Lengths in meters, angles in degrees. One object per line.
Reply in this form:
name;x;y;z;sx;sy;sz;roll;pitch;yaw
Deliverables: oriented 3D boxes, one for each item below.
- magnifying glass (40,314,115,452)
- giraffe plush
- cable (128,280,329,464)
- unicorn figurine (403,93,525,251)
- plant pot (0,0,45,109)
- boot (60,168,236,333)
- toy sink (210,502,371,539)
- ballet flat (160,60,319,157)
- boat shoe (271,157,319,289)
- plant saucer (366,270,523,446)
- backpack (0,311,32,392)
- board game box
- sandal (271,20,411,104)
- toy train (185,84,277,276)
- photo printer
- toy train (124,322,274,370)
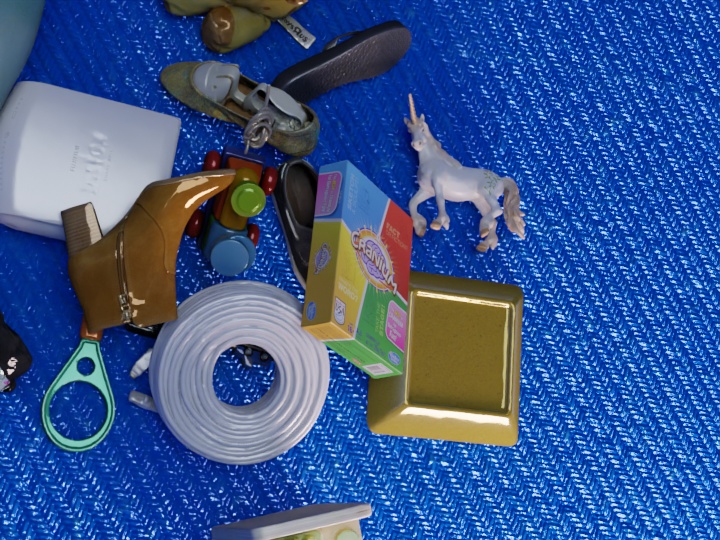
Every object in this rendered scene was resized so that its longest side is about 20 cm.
magnifying glass;-0.299;0.097;1.373;0.079;0.022;0.202;11;76;-17
giraffe plush;-0.115;-0.345;1.445;0.199;0.162;0.174;25;72;-13
cable;-0.131;0.111;1.379;0.199;0.069;0.201;35;89;-16
unicorn figurine;0.111;-0.106;1.538;0.199;0.074;0.139;20;64;-30
plant pot;-0.431;-0.250;1.308;0.198;0.200;0.190;10;90;-17
boot;-0.210;-0.019;1.331;0.199;0.071;0.145;-17;93;-3
toy sink;-0.066;0.312;1.319;0.129;0.200;0.113;-9;82;-21
ballet flat;-0.134;-0.200;1.448;0.199;0.071;0.071;28;72;-2
boat shoe;-0.047;-0.036;1.465;0.071;0.068;0.202;-23;90;-23
plant saucer;0.112;0.101;1.505;0.198;0.048;0.202;8;77;-18
backpack;-0.452;0.091;1.264;0.199;0.126;0.168;-36;96;-19
board game box;0.000;0.000;1.422;0.153;0.040;0.202;38;49;-48
sandal;-0.024;-0.258;1.515;0.199;0.076;0.043;-25;62;-23
toy train;-0.127;-0.098;1.381;0.084;0.116;0.202;14;107;-17
photo printer;-0.309;-0.113;1.383;0.198;0.069;0.168;14;76;-17
toy train;-0.179;0.073;1.414;0.198;0.034;0.046;17;78;-15
